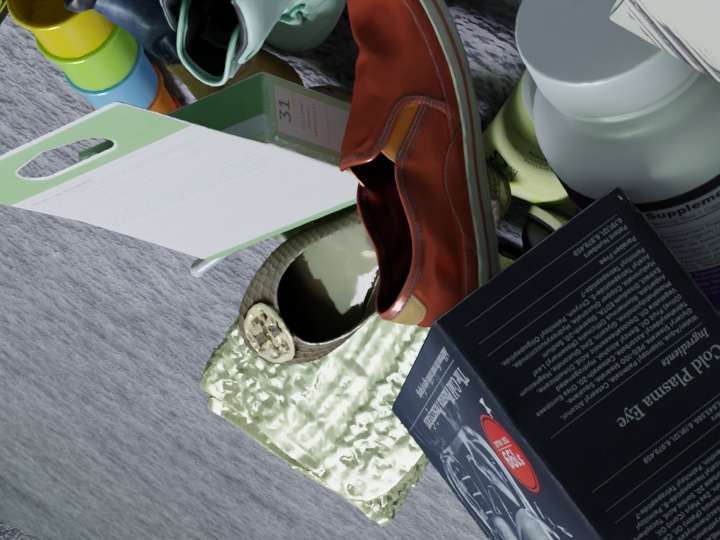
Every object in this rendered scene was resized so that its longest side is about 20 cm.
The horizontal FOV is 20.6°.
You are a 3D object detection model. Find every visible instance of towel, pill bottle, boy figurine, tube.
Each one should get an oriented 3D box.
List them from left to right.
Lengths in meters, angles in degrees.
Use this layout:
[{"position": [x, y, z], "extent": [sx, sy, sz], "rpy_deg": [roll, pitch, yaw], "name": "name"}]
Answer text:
[{"position": [-0.070, -0.116, 1.110], "extent": [0.199, 0.065, 0.124], "rpy_deg": [31, -177, -12], "name": "boy figurine"}, {"position": [0.002, 0.043, 1.154], "extent": [0.148, 0.036, 0.200], "rpy_deg": [34, 120, 3], "name": "towel"}, {"position": [0.096, -0.065, 1.050], "extent": [0.058, 0.052, 0.200], "rpy_deg": [61, 170, 8], "name": "tube"}, {"position": [0.145, -0.058, 0.899], "extent": [0.111, 0.112, 0.200], "rpy_deg": [14, 155, 37], "name": "pill bottle"}]

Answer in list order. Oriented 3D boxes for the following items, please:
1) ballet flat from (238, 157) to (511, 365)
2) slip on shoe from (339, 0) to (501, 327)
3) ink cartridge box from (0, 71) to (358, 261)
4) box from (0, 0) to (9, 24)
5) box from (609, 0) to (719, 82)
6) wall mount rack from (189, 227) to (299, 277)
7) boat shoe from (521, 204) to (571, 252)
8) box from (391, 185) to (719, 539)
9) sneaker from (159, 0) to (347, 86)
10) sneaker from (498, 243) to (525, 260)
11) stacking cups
[{"position": [0.000, 0.000, 1.084], "extent": [0.200, 0.046, 0.067], "rpy_deg": [-31, 101, 35], "name": "ballet flat"}, {"position": [0.019, -0.067, 0.973], "extent": [0.061, 0.201, 0.074], "rpy_deg": [-9, 176, -23], "name": "slip on shoe"}, {"position": [-0.099, -0.061, 1.030], "extent": [0.145, 0.048, 0.200], "rpy_deg": [-19, 156, 38], "name": "ink cartridge box"}, {"position": [-0.271, -0.150, 1.112], "extent": [0.044, 0.201, 0.160], "rpy_deg": [21, 160, 22], "name": "box"}, {"position": [0.206, -0.093, 0.775], "extent": [0.199, 0.082, 0.068], "rpy_deg": [30, 162, 0], "name": "box"}, {"position": [-0.027, 0.006, 1.269], "extent": [0.074, 0.174, 0.200], "rpy_deg": [-34, 96, 27], "name": "wall mount rack"}, {"position": [0.131, 0.016, 1.072], "extent": [0.073, 0.063, 0.201], "rpy_deg": [22, -169, -26], "name": "boat shoe"}, {"position": [0.114, 0.087, 0.893], "extent": [0.182, 0.104, 0.200], "rpy_deg": [52, 168, 9], "name": "box"}, {"position": [-0.060, -0.134, 0.982], "extent": [0.073, 0.119, 0.201], "rpy_deg": [24, 161, 10], "name": "sneaker"}, {"position": [0.018, 0.002, 1.183], "extent": [0.199, 0.089, 0.074], "rpy_deg": [28, -166, 10], "name": "sneaker"}, {"position": [-0.153, -0.127, 1.243], "extent": [0.060, 0.061, 0.200], "rpy_deg": [20, 164, 24], "name": "stacking cups"}]
